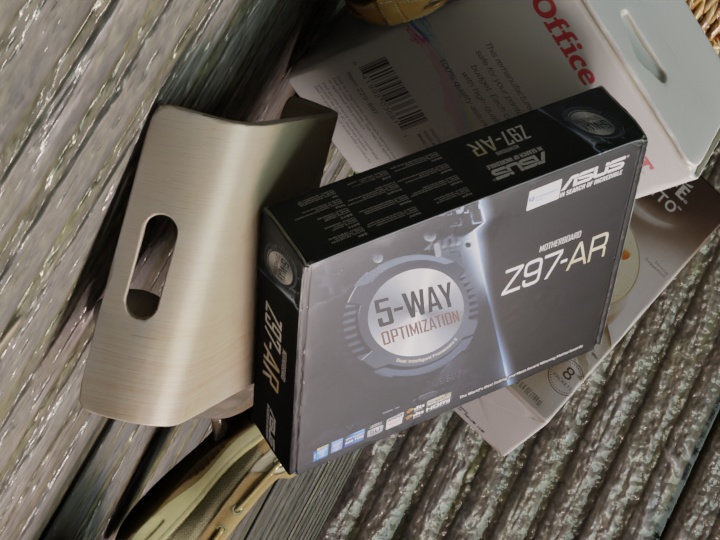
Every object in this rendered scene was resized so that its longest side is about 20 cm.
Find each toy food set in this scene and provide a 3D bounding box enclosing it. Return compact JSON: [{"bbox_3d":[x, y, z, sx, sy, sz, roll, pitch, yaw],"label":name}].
[{"bbox_3d":[-0.074,-0.014,0.941,0.200,0.060,0.144,-26,133,-74],"label":"toy food set"}]

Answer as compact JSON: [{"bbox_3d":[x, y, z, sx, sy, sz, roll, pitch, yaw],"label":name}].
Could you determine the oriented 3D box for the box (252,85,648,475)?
[{"bbox_3d":[0.043,0.006,0.978,0.199,0.044,0.161,-20,142,-24],"label":"box"}]

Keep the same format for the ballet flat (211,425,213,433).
[{"bbox_3d":[-0.057,0.052,1.308,0.073,0.073,0.201,85,27,-78],"label":"ballet flat"}]

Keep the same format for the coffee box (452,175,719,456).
[{"bbox_3d":[0.119,-0.001,1.182,0.200,0.114,0.080,-46,177,-26],"label":"coffee box"}]

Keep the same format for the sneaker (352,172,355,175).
[{"bbox_3d":[0.022,-0.065,1.266,0.087,0.075,0.200,-51,147,-6],"label":"sneaker"}]

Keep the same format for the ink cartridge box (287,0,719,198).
[{"bbox_3d":[0.083,-0.102,1.055,0.199,0.146,0.088,-18,-154,44],"label":"ink cartridge box"}]

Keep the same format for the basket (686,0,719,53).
[{"bbox_3d":[0.201,-0.244,1.344,0.200,0.148,0.143,-55,-152,37],"label":"basket"}]

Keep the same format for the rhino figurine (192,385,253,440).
[{"bbox_3d":[-0.078,0.053,1.142,0.087,0.060,0.200,-42,170,-12],"label":"rhino figurine"}]

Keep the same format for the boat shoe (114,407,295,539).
[{"bbox_3d":[-0.069,0.127,1.221,0.201,0.063,0.073,-44,-168,9],"label":"boat shoe"}]

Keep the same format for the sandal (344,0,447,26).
[{"bbox_3d":[0.015,-0.151,0.978,0.200,0.081,0.055,-66,147,-82],"label":"sandal"}]
